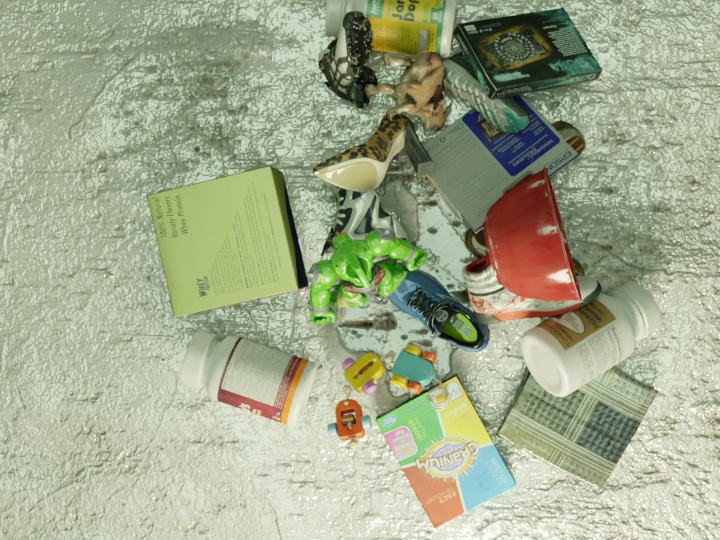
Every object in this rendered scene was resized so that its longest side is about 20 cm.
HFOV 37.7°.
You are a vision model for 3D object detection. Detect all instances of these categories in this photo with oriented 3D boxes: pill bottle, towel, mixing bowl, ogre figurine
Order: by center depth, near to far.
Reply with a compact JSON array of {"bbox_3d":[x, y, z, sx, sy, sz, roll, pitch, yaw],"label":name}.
[{"bbox_3d":[0.240,-0.039,1.512,0.108,0.200,0.200,-14,89,13],"label":"mixing bowl"},{"bbox_3d":[0.357,0.099,1.622,0.200,0.114,0.114,-28,88,-18],"label":"pill bottle"},{"bbox_3d":[0.000,0.000,1.622,0.200,0.120,0.098,-15,53,10],"label":"ogre figurine"},{"bbox_3d":[0.049,-0.402,1.665,0.200,0.113,0.113,8,91,5],"label":"pill bottle"},{"bbox_3d":[-0.180,0.169,1.690,0.200,0.110,0.110,18,92,4],"label":"pill bottle"},{"bbox_3d":[0.344,0.226,1.692,0.200,0.035,0.193,29,96,2],"label":"towel"}]

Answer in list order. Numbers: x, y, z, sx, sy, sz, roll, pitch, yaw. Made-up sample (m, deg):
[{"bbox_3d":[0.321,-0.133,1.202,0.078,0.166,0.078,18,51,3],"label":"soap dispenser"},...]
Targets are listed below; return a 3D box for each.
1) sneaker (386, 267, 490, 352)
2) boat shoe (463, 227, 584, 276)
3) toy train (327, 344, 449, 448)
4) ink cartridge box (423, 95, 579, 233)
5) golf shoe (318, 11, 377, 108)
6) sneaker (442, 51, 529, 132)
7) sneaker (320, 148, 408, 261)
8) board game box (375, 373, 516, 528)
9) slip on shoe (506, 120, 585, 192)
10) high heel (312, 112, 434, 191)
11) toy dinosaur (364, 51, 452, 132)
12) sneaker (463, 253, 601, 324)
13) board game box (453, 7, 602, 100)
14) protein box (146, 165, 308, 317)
[{"bbox_3d":[0.122,0.060,1.675,0.200,0.089,0.079,33,92,3],"label":"sneaker"},{"bbox_3d":[0.261,-0.027,1.673,0.200,0.068,0.072,18,93,5],"label":"boat shoe"},{"bbox_3d":[0.041,0.201,1.683,0.200,0.056,0.150,-17,61,6],"label":"toy train"},{"bbox_3d":[0.210,-0.172,1.642,0.198,0.047,0.200,-36,57,3],"label":"ink cartridge box"},{"bbox_3d":[-0.030,-0.330,1.637,0.094,0.200,0.078,23,63,15],"label":"golf shoe"},{"bbox_3d":[0.205,-0.293,1.641,0.091,0.078,0.200,-39,55,-6],"label":"sneaker"},{"bbox_3d":[-0.030,-0.086,1.690,0.130,0.079,0.199,-38,98,-5],"label":"sneaker"},{"bbox_3d":[0.138,0.290,1.700,0.153,0.040,0.200,-30,88,4],"label":"board game box"},{"bbox_3d":[0.263,-0.164,1.679,0.200,0.076,0.061,-41,48,12],"label":"slip on shoe"},{"bbox_3d":[0.002,-0.194,1.652,0.200,0.071,0.143,-8,48,-22],"label":"high heel"},{"bbox_3d":[0.095,-0.288,1.603,0.135,0.200,0.086,-17,73,-20],"label":"toy dinosaur"},{"bbox_3d":[0.258,0.013,1.610,0.201,0.067,0.108,-12,115,21],"label":"sneaker"},{"bbox_3d":[0.258,-0.336,1.623,0.200,0.028,0.135,-14,64,-23],"label":"board game box"},{"bbox_3d":[-0.208,-0.045,1.678,0.200,0.135,0.199,-13,90,4],"label":"protein box"}]
